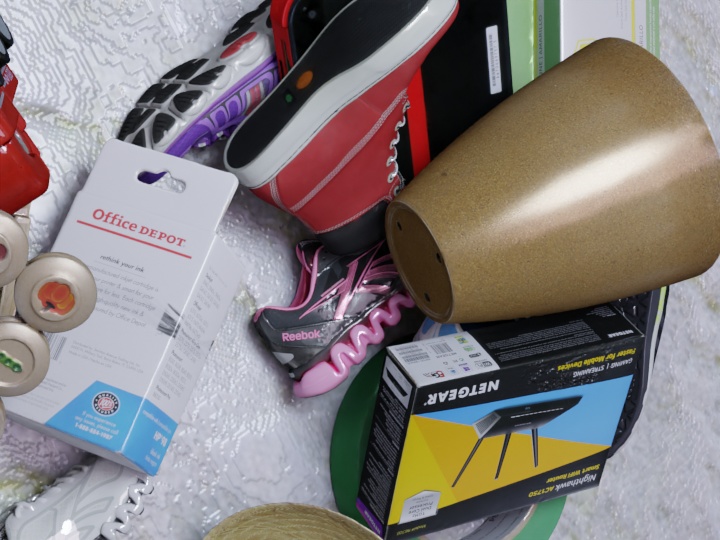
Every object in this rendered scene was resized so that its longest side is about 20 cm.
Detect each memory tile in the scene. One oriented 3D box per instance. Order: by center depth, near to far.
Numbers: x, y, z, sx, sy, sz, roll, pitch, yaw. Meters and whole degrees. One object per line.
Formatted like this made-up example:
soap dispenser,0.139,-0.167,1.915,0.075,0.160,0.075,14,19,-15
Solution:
memory tile,-0.269,0.014,0.928,0.199,0.017,0.154,35,101,-22

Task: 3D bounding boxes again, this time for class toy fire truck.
toy fire truck,-0.245,-0.053,1.009,0.128,0.176,0.201,-32,111,2

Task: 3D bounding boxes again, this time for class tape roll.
tape roll,0.073,0.147,1.235,0.199,0.048,0.203,1,88,-29

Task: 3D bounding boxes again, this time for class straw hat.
straw hat,-0.025,0.238,1.152,0.202,0.200,0.085,61,23,-12

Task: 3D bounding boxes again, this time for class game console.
game console,0.029,-0.141,1.156,0.175,0.031,0.201,-18,123,-16

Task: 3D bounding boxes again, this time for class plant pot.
plant pot,0.124,-0.043,1.119,0.199,0.186,0.188,-24,99,-19

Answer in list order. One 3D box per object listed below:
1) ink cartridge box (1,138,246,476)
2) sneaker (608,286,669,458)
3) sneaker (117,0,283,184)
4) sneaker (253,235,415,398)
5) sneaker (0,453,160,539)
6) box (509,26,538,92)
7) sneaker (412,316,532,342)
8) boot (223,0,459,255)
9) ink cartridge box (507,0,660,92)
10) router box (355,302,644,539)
ink cartridge box,-0.156,0.023,1.070,0.201,0.115,0.067,-67,157,-15
sneaker,0.223,0.062,1.306,0.083,0.071,0.202,2,106,-64
sneaker,-0.089,-0.121,1.145,0.200,0.080,0.084,-40,118,-21
sneaker,0.000,0.000,1.187,0.095,0.079,0.200,46,74,-3
sneaker,-0.202,0.172,1.074,0.081,0.075,0.201,33,70,-11
box,0.131,-0.095,1.285,0.142,0.036,0.202,4,84,-28
sneaker,0.125,0.029,1.207,0.199,0.072,0.072,-27,85,-36
boot,0.019,-0.105,1.112,0.200,0.073,0.144,-44,127,13
ink cartridge box,0.149,-0.161,1.253,0.198,0.048,0.147,2,87,-30
router box,0.102,0.111,1.155,0.198,0.051,0.150,-10,129,-28
